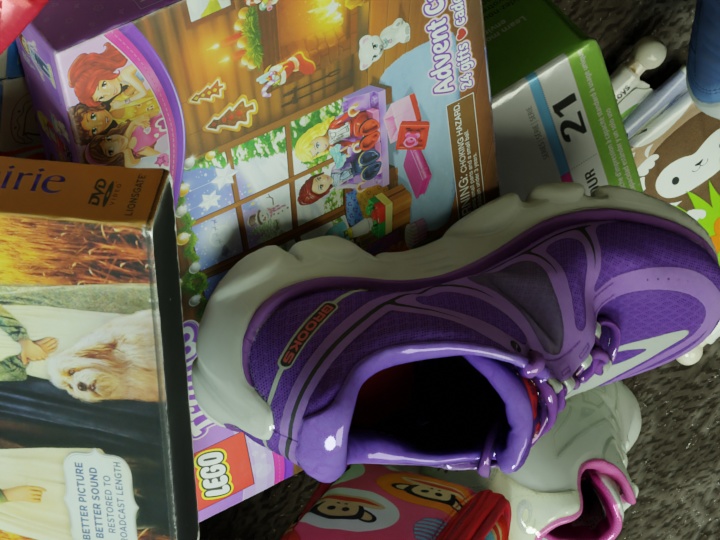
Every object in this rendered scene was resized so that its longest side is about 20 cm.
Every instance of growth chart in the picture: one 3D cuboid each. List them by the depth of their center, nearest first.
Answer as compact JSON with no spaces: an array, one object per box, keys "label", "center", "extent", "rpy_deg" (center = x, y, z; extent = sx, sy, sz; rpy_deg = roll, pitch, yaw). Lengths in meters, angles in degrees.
[{"label":"growth chart","center":[0.134,-0.030,1.030],"extent":[0.200,0.018,0.145],"rpy_deg":[23,113,-47]}]

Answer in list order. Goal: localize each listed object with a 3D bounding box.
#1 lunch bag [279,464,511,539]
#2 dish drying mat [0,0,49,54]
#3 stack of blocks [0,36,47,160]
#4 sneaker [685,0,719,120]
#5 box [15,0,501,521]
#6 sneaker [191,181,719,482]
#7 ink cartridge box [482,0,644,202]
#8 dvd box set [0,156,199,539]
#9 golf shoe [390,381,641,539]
[{"label":"lunch bag","center":[-0.005,0.174,0.905],"extent":[0.176,0.082,0.201],"rpy_deg":[-40,144,-71]},{"label":"dish drying mat","center":[-0.173,-0.026,0.638],"extent":[0.077,0.018,0.200],"rpy_deg":[39,111,-24]},{"label":"stack of blocks","center":[-0.124,-0.043,0.765],"extent":[0.115,0.059,0.200],"rpy_deg":[-15,138,-28]},{"label":"sneaker","center":[0.157,-0.148,0.893],"extent":[0.077,0.076,0.201],"rpy_deg":[4,117,-35]},{"label":"box","center":[-0.023,-0.023,0.770],"extent":[0.137,0.039,0.200],"rpy_deg":[-25,134,-17]},{"label":"sneaker","center":[0.043,0.031,0.769],"extent":[0.200,0.083,0.081],"rpy_deg":[-14,129,-36]},{"label":"ink cartridge box","center":[0.000,0.000,0.889],"extent":[0.200,0.076,0.148],"rpy_deg":[-33,136,-8]},{"label":"dvd box set","center":[-0.150,0.027,0.729],"extent":[0.199,0.029,0.147],"rpy_deg":[6,129,7]},{"label":"golf shoe","center":[0.080,0.083,1.022],"extent":[0.075,0.092,0.200],"rpy_deg":[-52,158,17]}]
